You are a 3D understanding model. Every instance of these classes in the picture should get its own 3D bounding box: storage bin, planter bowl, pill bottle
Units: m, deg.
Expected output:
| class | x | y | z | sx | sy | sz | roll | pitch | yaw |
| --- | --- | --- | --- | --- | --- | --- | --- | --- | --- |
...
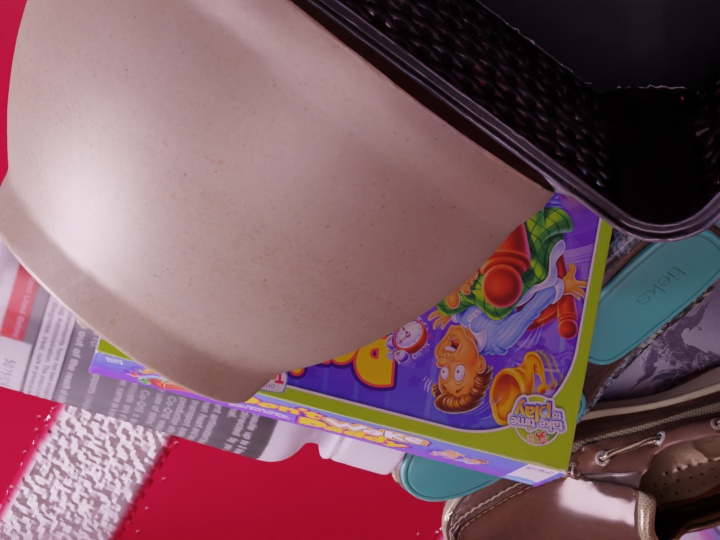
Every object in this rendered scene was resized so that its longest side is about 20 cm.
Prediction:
| class | x | y | z | sx | sy | sz | roll | pitch | yaw |
| --- | --- | --- | --- | --- | --- | --- | --- | --- | --- |
| storage bin | 0.069 | -0.123 | 0.608 | 0.200 | 0.094 | 0.135 | 35 | 120 | -15 |
| planter bowl | -0.049 | -0.039 | 0.675 | 0.200 | 0.200 | 0.135 | 36 | 98 | -17 |
| pill bottle | -0.068 | 0.021 | 0.850 | 0.199 | 0.114 | 0.114 | 17 | 118 | -8 |

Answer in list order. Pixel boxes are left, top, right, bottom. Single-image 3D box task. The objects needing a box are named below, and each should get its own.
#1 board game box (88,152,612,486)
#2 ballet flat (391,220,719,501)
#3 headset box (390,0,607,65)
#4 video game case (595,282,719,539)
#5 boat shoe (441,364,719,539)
| class | x | y | z | sx | sy | sz | roll | pitch | yaw |
| --- | --- | --- | --- | --- | --- | --- | --- | --- | --- |
| board game box | 0.000 | 0.000 | 0.786 | 0.199 | 0.045 | 0.135 | 15 | 74 | -8 |
| ballet flat | 0.090 | 0.030 | 0.876 | 0.200 | 0.074 | 0.074 | -40 | 111 | 18 |
| headset box | 0.061 | -0.173 | 0.677 | 0.199 | 0.077 | 0.149 | -25 | 117 | 19 |
| video game case | 0.193 | 0.080 | 0.931 | 0.143 | 0.019 | 0.200 | -34 | 114 | 19 |
| boat shoe | 0.129 | 0.102 | 0.892 | 0.202 | 0.075 | 0.075 | -27 | 115 | 16 |
